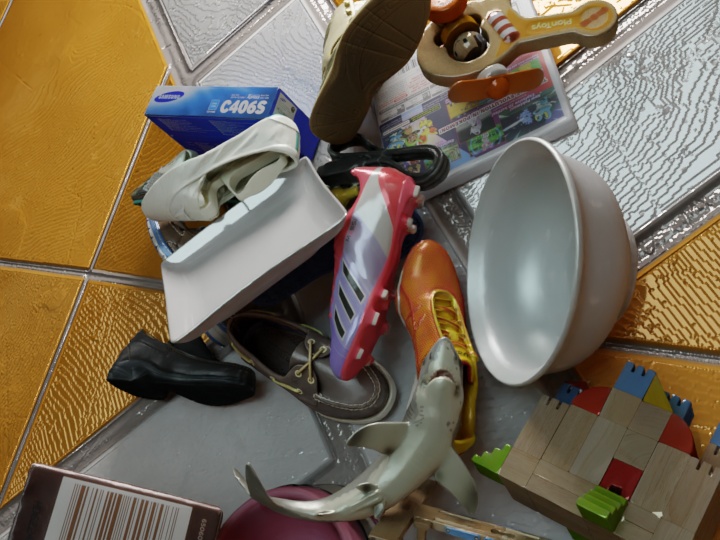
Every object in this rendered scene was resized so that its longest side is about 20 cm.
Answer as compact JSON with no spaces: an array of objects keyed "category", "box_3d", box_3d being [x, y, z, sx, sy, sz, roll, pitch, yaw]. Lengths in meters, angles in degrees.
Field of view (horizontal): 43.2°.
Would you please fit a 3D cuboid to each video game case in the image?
[{"category":"video game case","box_3d":[0.109,-0.179,0.948,0.197,0.023,0.185,-24,56,20]}]

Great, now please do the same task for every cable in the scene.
[{"category":"cable","box_3d":[0.020,-0.105,0.944,0.197,0.050,0.098,-3,51,38]}]

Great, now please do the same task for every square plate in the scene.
[{"category":"square plate","box_3d":[-0.109,-0.022,0.898,0.197,0.029,0.200,-36,27,1]}]

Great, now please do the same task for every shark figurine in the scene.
[{"category":"shark figurine","box_3d":[0.009,0.159,0.740,0.212,0.090,0.130,-31,96,3]}]

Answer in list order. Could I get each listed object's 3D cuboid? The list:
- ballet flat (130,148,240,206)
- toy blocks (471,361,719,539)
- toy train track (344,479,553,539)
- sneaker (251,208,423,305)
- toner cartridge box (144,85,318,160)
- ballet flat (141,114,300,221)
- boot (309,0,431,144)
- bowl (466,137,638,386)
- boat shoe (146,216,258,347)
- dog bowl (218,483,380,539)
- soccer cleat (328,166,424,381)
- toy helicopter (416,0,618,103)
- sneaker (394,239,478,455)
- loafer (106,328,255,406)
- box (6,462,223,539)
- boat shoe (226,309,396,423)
[{"category":"ballet flat","box_3d":[-0.184,-0.108,1.067,0.197,0.072,0.073,2,68,27]},{"category":"toy blocks","box_3d":[0.205,0.138,0.694,0.198,0.100,0.138,20,67,38]},{"category":"toy train track","box_3d":[0.074,0.218,0.744,0.196,0.114,0.033,10,105,21]},{"category":"sneaker","box_3d":[-0.032,-0.031,0.935,0.196,0.071,0.078,-19,26,7]},{"category":"toner cartridge box","box_3d":[-0.150,-0.172,1.064,0.197,0.095,0.044,9,70,35]},{"category":"ballet flat","box_3d":[-0.149,-0.094,0.969,0.198,0.069,0.070,-29,54,10]},{"category":"boot","box_3d":[0.010,-0.251,0.954,0.157,0.072,0.201,-85,21,-45]},{"category":"bowl","box_3d":[0.166,-0.005,0.754,0.201,0.088,0.206,-176,90,-74]},{"category":"boat shoe","box_3d":[-0.172,-0.009,1.018,0.072,0.072,0.201,-38,62,4]},{"category":"dog bowl","box_3d":[-0.057,0.280,0.790,0.197,0.074,0.204,-14,60,25]},{"category":"soccer cleat","box_3d":[0.000,0.000,0.846,0.075,0.067,0.204,15,81,17]},{"category":"toy helicopter","box_3d":[0.151,-0.221,0.886,0.196,0.079,0.135,-6,57,17]},{"category":"sneaker","box_3d":[0.077,0.066,0.803,0.077,0.072,0.204,-38,52,56]},{"category":"loafer","box_3d":[-0.188,0.097,0.970,0.197,0.073,0.074,2,63,32]},{"category":"box","box_3d":[-0.225,0.275,0.786,0.200,0.163,0.167,132,151,-66]},{"category":"boat shoe","box_3d":[-0.053,0.091,0.891,0.198,0.059,0.073,23,79,38]}]
